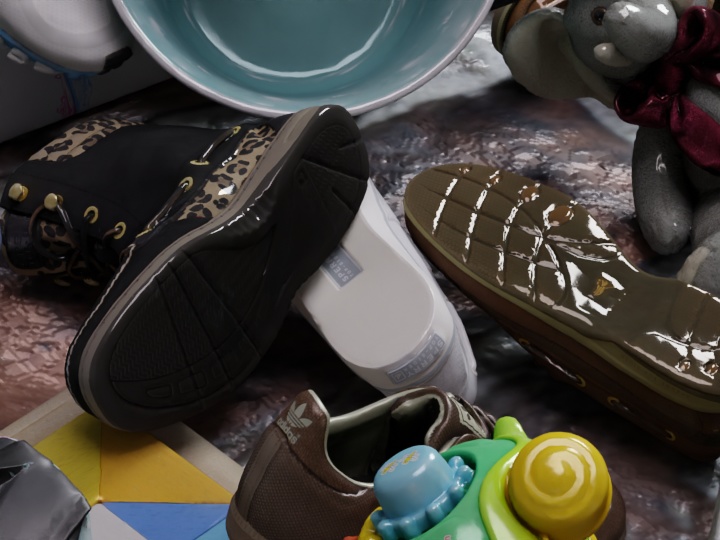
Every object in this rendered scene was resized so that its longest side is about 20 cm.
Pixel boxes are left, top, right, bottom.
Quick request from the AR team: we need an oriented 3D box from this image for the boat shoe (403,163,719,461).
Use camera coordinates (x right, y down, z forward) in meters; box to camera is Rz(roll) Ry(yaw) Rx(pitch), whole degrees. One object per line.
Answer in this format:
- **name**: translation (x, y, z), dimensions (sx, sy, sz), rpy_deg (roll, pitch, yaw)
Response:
- **boat shoe**: translation (0.097, 0.021, 1.246), dimensions (0.200, 0.068, 0.072), rpy_deg (34, 49, 25)

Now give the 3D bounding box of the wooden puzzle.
- **wooden puzzle**: translation (-0.108, 0.123, 1.101), dimensions (0.185, 0.037, 0.199), rpy_deg (33, 44, 29)

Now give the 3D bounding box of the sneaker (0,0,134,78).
- **sneaker**: translation (-0.172, -0.183, 1.286), dimensions (0.075, 0.087, 0.200), rpy_deg (-33, 81, -39)

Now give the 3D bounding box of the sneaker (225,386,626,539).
- **sneaker**: translation (0.042, 0.088, 1.112), dimensions (0.199, 0.076, 0.070), rpy_deg (1, 34, -37)

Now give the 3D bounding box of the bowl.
- **bowl**: translation (-0.030, -0.159, 1.323), dimensions (0.199, 0.105, 0.202), rpy_deg (1, 79, -3)

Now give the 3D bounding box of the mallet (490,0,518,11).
- **mallet**: translation (0.060, -0.140, 1.382), dimensions (0.199, 0.041, 0.066), rpy_deg (-24, 20, 33)

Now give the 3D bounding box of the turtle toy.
- **turtle toy**: translation (0.033, 0.148, 1.007), dimensions (0.100, 0.146, 0.201), rpy_deg (10, 69, 6)

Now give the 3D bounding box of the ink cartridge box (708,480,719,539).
- **ink cartridge box**: translation (0.237, 0.100, 1.130), dimensions (0.172, 0.044, 0.201), rpy_deg (12, 63, 6)

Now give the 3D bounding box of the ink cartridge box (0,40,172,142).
- **ink cartridge box**: translation (-0.199, -0.142, 1.385), dimensions (0.199, 0.088, 0.145), rpy_deg (-26, 50, -35)

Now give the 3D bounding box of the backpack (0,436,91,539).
- **backpack**: translation (-0.177, 0.150, 0.964), dimensions (0.166, 0.127, 0.200), rpy_deg (27, 60, 15)

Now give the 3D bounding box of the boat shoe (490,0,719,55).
- **boat shoe**: translation (0.168, -0.141, 1.466), dimensions (0.199, 0.072, 0.068), rpy_deg (-15, 42, -27)

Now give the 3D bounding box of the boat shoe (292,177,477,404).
- **boat shoe**: translation (0.000, 0.000, 1.256), dimensions (0.072, 0.069, 0.200), rpy_deg (-40, 41, -4)

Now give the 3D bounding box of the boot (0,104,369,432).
- **boot**: translation (-0.103, -0.006, 1.212), dimensions (0.150, 0.073, 0.200), rpy_deg (4, 43, 38)

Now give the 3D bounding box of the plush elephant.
- **plush elephant**: translation (0.165, -0.103, 1.339), dimensions (0.155, 0.165, 0.200), rpy_deg (38, 14, -10)
